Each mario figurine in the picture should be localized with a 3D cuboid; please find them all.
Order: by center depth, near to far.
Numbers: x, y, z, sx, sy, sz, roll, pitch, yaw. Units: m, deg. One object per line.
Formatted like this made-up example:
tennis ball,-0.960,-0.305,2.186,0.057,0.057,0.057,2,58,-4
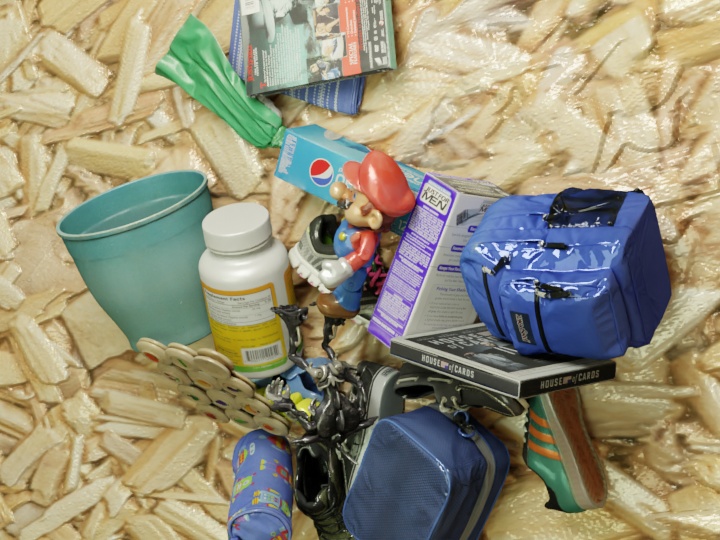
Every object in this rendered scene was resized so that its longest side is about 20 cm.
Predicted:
mario figurine,-0.015,-0.050,1.587,0.124,0.106,0.200,52,134,41

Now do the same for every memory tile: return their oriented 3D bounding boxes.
memory tile,-0.184,0.149,1.770,0.153,0.017,0.200,8,150,34

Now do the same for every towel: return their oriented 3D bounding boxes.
towel,-0.073,-0.282,1.713,0.200,0.024,0.145,21,114,28

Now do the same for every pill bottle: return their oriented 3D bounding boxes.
pill bottle,-0.137,0.023,1.733,0.111,0.111,0.200,11,125,30

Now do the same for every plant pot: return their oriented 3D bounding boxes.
plant pot,-0.261,-0.004,1.802,0.200,0.200,0.188,-4,115,32

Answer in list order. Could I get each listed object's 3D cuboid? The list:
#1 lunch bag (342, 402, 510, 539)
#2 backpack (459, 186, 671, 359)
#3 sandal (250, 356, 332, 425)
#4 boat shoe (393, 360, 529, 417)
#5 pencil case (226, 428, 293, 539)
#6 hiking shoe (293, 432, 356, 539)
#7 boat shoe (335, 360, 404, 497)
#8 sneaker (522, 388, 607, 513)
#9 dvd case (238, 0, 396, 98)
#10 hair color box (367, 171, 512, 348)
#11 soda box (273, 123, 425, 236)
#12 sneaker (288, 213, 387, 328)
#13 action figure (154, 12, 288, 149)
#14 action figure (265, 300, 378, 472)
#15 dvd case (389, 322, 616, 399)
lunch bag,0.085,0.249,1.673,0.136,0.132,0.200,41,123,32
backpack,0.205,0.003,1.494,0.200,0.168,0.163,5,127,31
sandal,-0.099,0.140,1.803,0.200,0.080,0.087,17,69,38
boat shoe,0.113,0.144,1.631,0.200,0.063,0.073,17,155,51
pencil case,-0.128,0.280,1.776,0.087,0.200,0.078,-32,112,11
hiking shoe,-0.049,0.298,1.782,0.076,0.101,0.200,-12,95,28
boat shoe,0.002,0.211,1.750,0.068,0.074,0.200,17,108,35
sneaker,0.213,0.184,1.612,0.080,0.071,0.200,-19,88,37
dvd case,-0.054,-0.291,1.658,0.200,0.022,0.146,-8,86,28
hair color box,0.095,-0.005,1.599,0.065,0.109,0.200,37,113,42
soda box,-0.001,-0.108,1.677,0.200,0.068,0.064,27,114,24
sneaker,0.000,0.000,1.698,0.200,0.074,0.088,36,124,25
action figure,-0.156,-0.217,1.747,0.200,0.055,0.118,44,139,1
action figure,-0.047,0.134,1.681,0.102,0.119,0.201,-169,69,-68
dvd case,0.152,0.095,1.522,0.200,0.150,0.025,17,108,48
